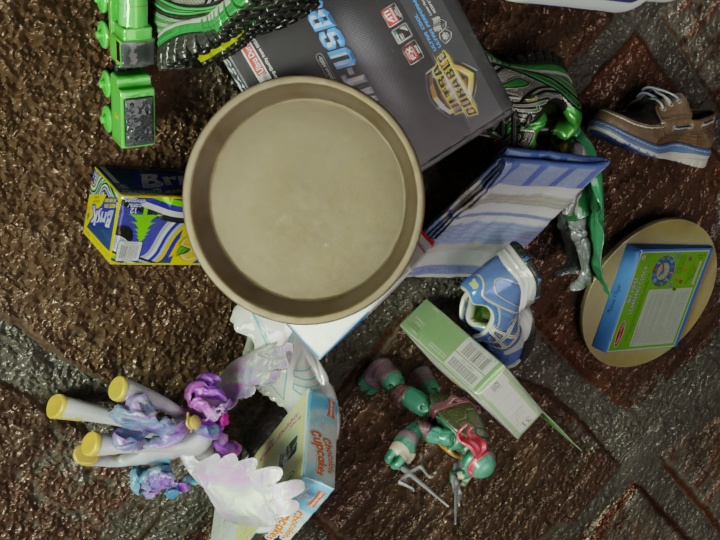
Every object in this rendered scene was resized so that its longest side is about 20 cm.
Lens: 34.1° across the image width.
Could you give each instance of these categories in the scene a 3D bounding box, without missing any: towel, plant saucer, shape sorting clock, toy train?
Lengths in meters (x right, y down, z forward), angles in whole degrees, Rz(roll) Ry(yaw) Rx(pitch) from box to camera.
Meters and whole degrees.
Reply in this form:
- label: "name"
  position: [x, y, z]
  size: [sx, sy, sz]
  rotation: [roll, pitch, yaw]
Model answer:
- label: "towel"
  position: [0.141, -0.052, 1.178]
  size: [0.146, 0.024, 0.200]
  rotation: [0, 146, -36]
- label: "plant saucer"
  position: [-0.046, -0.057, 0.953]
  size: [0.199, 0.029, 0.202]
  rotation: [1, 96, 8]
- label: "shape sorting clock"
  position: [0.347, 0.027, 1.416]
  size: [0.199, 0.039, 0.201]
  rotation: [-17, 125, -25]
- label: "toy train"
  position: [-0.182, -0.190, 0.917]
  size: [0.041, 0.056, 0.201]
  rotation: [-11, 122, -26]

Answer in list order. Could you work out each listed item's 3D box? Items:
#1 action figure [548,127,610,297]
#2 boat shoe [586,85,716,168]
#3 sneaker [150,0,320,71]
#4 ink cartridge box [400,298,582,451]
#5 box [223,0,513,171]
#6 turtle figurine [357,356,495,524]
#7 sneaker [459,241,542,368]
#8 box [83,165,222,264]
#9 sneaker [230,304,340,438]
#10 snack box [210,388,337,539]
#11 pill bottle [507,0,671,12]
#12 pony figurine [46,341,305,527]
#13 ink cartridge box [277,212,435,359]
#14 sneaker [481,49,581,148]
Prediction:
- label: "action figure"
  position: [0.223, -0.080, 1.241]
  size: [0.054, 0.118, 0.201]
  rotation: [-16, 116, -13]
- label: "boat shoe"
  position: [0.319, -0.163, 1.275]
  size: [0.199, 0.072, 0.073]
  rotation: [3, 109, -46]
- label: "sneaker"
  position: [-0.098, -0.214, 0.869]
  size: [0.078, 0.199, 0.086]
  rotation: [-17, 92, -47]
- label: "ink cartridge box"
  position: [0.141, 0.128, 1.262]
  size: [0.048, 0.145, 0.200]
  rotation: [-45, 132, -4]
- label: "box"
  position: [0.002, -0.171, 1.005]
  size: [0.198, 0.050, 0.201]
  rotation: [-33, 105, -10]
- label: "turtle figurine"
  position: [0.083, 0.171, 1.208]
  size: [0.101, 0.200, 0.150]
  rotation: [-45, 134, 6]
- label: "sneaker"
  position: [0.140, 0.046, 1.248]
  size: [0.077, 0.076, 0.200]
  rotation: [-27, 146, -12]
- label: "box"
  position: [-0.133, -0.046, 1.025]
  size: [0.199, 0.070, 0.065]
  rotation: [1, 114, -35]
- label: "sneaker"
  position: [-0.075, 0.099, 1.157]
  size: [0.080, 0.070, 0.201]
  rotation: [-24, 120, -14]
- label: "snack box"
  position: [-0.087, 0.220, 1.136]
  size: [0.037, 0.117, 0.200]
  rotation: [26, 124, -18]
- label: "pill bottle"
  position: [0.217, -0.302, 1.085]
  size: [0.199, 0.120, 0.120]
  rotation: [-3, 117, -34]
- label: "pony figurine"
  position: [-0.155, 0.147, 1.065]
  size: [0.199, 0.192, 0.168]
  rotation: [20, 62, -41]
- label: "ink cartridge box"
  position: [0.000, 0.000, 1.071]
  size: [0.067, 0.200, 0.116]
  rotation: [46, 103, 1]
- label: "sneaker"
  position: [0.130, -0.158, 1.108]
  size: [0.199, 0.086, 0.078]
  rotation: [-10, 148, -28]
